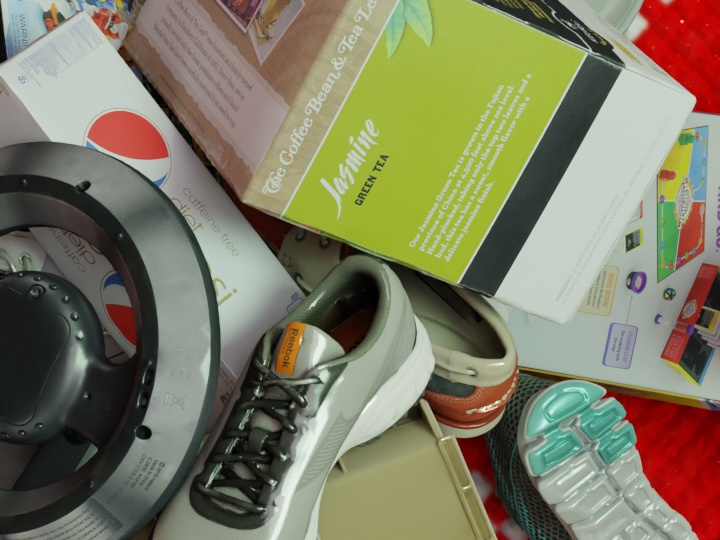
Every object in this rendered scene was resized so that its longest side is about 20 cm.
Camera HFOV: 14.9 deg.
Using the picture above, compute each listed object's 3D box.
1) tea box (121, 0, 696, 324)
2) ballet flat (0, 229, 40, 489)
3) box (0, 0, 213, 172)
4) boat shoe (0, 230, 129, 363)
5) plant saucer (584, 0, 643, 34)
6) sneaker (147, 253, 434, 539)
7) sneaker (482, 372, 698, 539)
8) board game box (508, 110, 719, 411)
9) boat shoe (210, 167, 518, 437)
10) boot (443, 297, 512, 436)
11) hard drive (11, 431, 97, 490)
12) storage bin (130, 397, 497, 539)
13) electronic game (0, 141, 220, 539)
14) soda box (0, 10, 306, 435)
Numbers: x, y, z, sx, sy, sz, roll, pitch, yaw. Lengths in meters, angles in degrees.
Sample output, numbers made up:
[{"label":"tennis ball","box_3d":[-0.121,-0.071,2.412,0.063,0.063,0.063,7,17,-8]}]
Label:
[{"label":"tea box","box_3d":[0.019,-0.098,1.346,0.197,0.200,0.134,22,106,-30]},{"label":"ballet flat","box_3d":[-0.183,0.029,1.406,0.067,0.046,0.200,-10,82,-9]},{"label":"box","box_3d":[-0.132,-0.132,1.414,0.136,0.038,0.200,-5,85,-34]},{"label":"boat shoe","box_3d":[-0.185,0.016,1.349,0.200,0.067,0.074,-4,81,-7]},{"label":"plant saucer","box_3d":[0.074,-0.196,1.494,0.200,0.050,0.200,2,83,-15]},{"label":"sneaker","box_3d":[-0.039,0.073,1.240,0.074,0.079,0.200,19,57,25]},{"label":"sneaker","box_3d":[0.117,0.128,1.457,0.078,0.091,0.200,-34,121,-20]},{"label":"board game box","box_3d":[0.169,-0.006,1.440,0.200,0.040,0.153,10,84,26]},{"label":"boat shoe","box_3d":[0.000,0.000,1.369,0.071,0.063,0.200,-38,69,-24]},{"label":"boot","box_3d":[-0.020,0.017,1.437,0.200,0.074,0.096,18,51,4]},{"label":"hard drive","box_3d":[-0.166,0.163,1.345,0.033,0.140,0.200,29,76,14]},{"label":"storage bin","box_3d":[-0.022,0.188,1.279,0.200,0.094,0.199,-19,67,-7]},{"label":"electronic game","box_3d":[-0.152,0.040,1.261,0.200,0.042,0.200,-5,79,27]},{"label":"soda box","box_3d":[-0.106,-0.021,1.326,0.064,0.068,0.200,-39,93,-36]}]
